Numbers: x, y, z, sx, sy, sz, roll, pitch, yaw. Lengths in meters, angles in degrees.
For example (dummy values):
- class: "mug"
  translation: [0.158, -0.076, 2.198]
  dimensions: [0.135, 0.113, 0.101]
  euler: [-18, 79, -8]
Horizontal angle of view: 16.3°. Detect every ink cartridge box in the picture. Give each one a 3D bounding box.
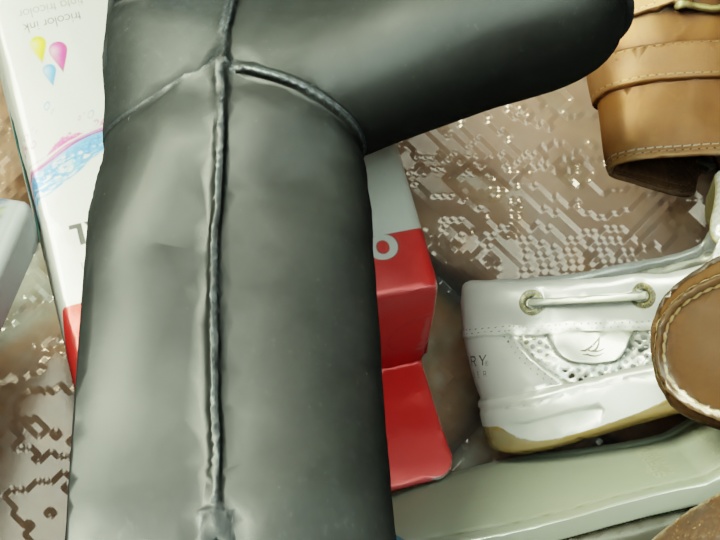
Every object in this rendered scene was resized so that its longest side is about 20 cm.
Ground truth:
- class: "ink cartridge box"
  translation: [-0.046, -0.023, 0.804]
  dimensions: [0.116, 0.067, 0.201]
  euler: [-13, 69, -9]

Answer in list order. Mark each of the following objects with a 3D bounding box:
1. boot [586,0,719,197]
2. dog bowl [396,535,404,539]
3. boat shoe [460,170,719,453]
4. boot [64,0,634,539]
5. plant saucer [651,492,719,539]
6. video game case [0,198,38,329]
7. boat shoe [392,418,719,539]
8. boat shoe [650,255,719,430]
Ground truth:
- class: "boot"
  translation: [0.084, -0.102, 0.849]
  dimensions: [0.199, 0.077, 0.156]
  euler: [10, 71, -14]
- class: "dog bowl"
  translation: [-0.056, 0.142, 0.719]
  dimensions: [0.199, 0.050, 0.112]
  euler: [-28, 75, -4]
- class: "boat shoe"
  translation: [0.128, 0.000, 0.801]
  dimensions: [0.199, 0.071, 0.070]
  euler: [-16, 91, 3]
- class: "boot"
  translation: [-0.001, 0.000, 0.714]
  dimensions: [0.164, 0.066, 0.201]
  euler: [-4, 57, 7]
- class: "plant saucer"
  translation: [0.156, 0.153, 0.735]
  dimensions: [0.200, 0.037, 0.201]
  euler: [6, 111, 15]
- class: "video game case"
  translation: [-0.208, 0.044, 0.720]
  dimensions: [0.182, 0.022, 0.200]
  euler: [6, 45, 12]
- class: "boat shoe"
  translation: [0.078, 0.088, 0.792]
  dimensions: [0.201, 0.072, 0.061]
  euler: [-14, 105, 0]
- class: "boat shoe"
  translation: [0.166, 0.016, 0.703]
  dimensions: [0.199, 0.068, 0.072]
  euler: [-6, 92, 31]
